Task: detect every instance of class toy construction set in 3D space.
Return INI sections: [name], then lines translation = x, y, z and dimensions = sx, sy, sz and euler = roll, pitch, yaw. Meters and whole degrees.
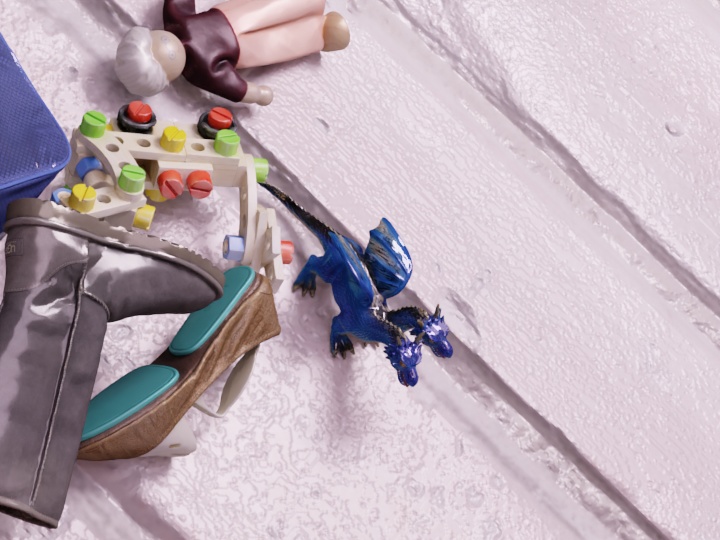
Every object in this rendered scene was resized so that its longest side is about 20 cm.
[toy construction set]
translation = -0.134, -0.057, 1.659
dimensions = 0.199, 0.092, 0.132
euler = 17, 34, -30

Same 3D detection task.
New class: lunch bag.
[lunch bag]
translation = -0.302, -0.089, 1.560
dimensions = 0.136, 0.132, 0.201
euler = -19, 74, -51

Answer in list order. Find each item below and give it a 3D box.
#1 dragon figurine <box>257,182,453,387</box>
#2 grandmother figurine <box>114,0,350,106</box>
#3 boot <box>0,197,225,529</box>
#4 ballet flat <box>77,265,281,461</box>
[dragon figurine]
translation = 0.000, 0.000, 1.698
dimensions = 0.059, 0.099, 0.201
euler = -16, 74, -34
[grandmother figurine]
translation = -0.107, -0.180, 1.760
dimensions = 0.199, 0.061, 0.122
euler = -23, 70, -38
[boot]
translation = -0.184, 0.070, 1.517
dimensions = 0.181, 0.072, 0.201
euler = 17, 68, -28
[ballet flat]
translation = -0.124, 0.083, 1.609
dimensions = 0.200, 0.068, 0.073
euler = -47, 120, -29
